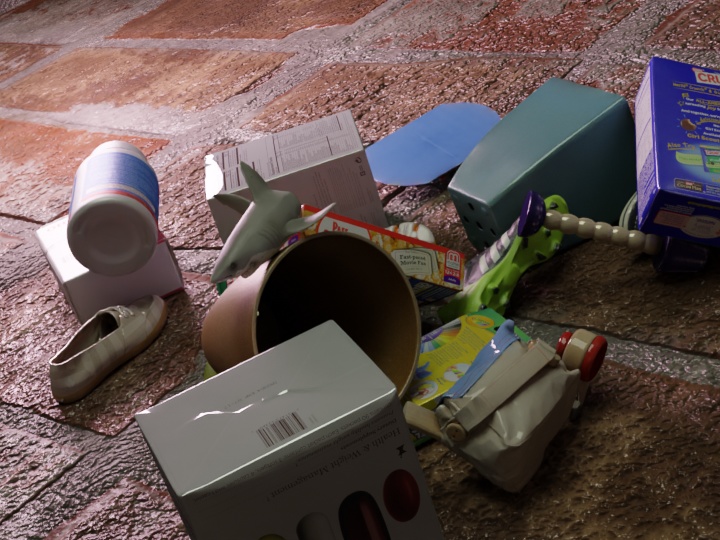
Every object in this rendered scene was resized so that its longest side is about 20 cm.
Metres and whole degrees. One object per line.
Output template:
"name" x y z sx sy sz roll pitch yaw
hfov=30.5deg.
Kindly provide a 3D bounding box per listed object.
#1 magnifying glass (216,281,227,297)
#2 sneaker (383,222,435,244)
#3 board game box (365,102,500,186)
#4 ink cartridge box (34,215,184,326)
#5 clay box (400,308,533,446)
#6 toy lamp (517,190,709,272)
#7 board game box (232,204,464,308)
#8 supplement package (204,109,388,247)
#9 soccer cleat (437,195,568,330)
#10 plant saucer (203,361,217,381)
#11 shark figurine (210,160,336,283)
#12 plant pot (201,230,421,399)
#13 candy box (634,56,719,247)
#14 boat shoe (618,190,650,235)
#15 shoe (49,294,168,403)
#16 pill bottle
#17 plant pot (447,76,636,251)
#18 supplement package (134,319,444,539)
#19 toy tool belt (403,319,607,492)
"magnifying glass" -0.075 0.004 1.598 0.199 0.080 0.022 -10 11 -8
"sneaker" 0.000 0.000 1.546 0.199 0.077 0.079 -6 63 19
"board game box" 0.105 -0.160 1.817 0.200 0.039 0.158 -32 35 -15
"ink cartridge box" -0.338 -0.016 1.765 0.146 0.083 0.200 -25 29 -13
"clay box" 0.074 0.113 1.326 0.199 0.048 0.115 -25 27 -12
"toy lamp" 0.270 -0.039 1.402 0.199 0.058 0.058 15 30 -3
"board game box" -0.013 -0.002 1.400 0.151 0.199 0.046 -26 55 53
"supplement package" -0.078 -0.083 1.658 0.199 0.152 0.151 -18 27 1
"soccer cleat" 0.157 -0.012 1.456 0.081 0.068 0.200 9 52 50
"plant saucer" -0.088 0.085 1.493 0.199 0.031 0.200 -14 27 8
"shark figurine" -0.096 -0.065 1.265 0.128 0.090 0.215 -36 11 7
"plant pot" -0.072 0.062 1.302 0.186 0.187 0.200 -36 16 -30
"candy box" 0.383 -0.122 1.410 0.168 0.077 0.201 11 52 -4
"boat shoe" 0.375 -0.078 1.469 0.199 0.075 0.062 -23 22 -20
"shoe" -0.305 0.082 1.600 0.070 0.054 0.200 3 34 34
"pill bottle" -0.310 -0.087 1.671 0.112 0.113 0.200 -17 31 3
"plant pot" 0.215 -0.106 1.552 0.200 0.142 0.141 -36 32 -16
"supplement package" -0.053 0.188 1.103 0.191 0.201 0.147 -25 29 -12
"toy tool belt" 0.133 0.102 1.214 0.123 0.125 0.200 24 45 23
